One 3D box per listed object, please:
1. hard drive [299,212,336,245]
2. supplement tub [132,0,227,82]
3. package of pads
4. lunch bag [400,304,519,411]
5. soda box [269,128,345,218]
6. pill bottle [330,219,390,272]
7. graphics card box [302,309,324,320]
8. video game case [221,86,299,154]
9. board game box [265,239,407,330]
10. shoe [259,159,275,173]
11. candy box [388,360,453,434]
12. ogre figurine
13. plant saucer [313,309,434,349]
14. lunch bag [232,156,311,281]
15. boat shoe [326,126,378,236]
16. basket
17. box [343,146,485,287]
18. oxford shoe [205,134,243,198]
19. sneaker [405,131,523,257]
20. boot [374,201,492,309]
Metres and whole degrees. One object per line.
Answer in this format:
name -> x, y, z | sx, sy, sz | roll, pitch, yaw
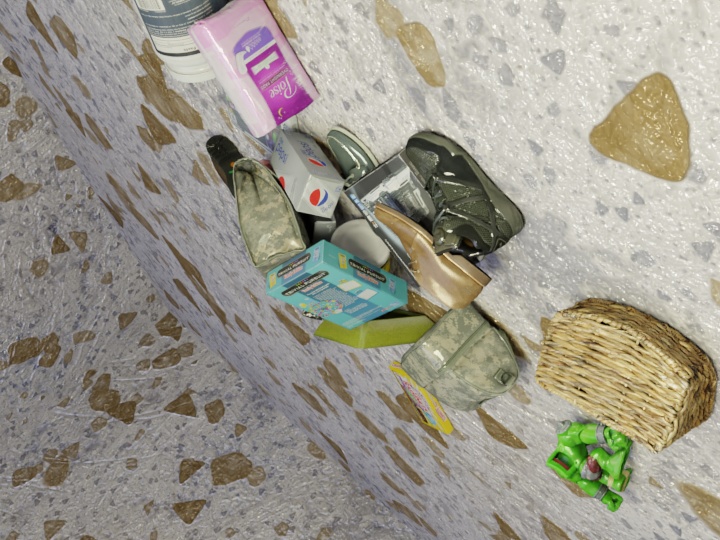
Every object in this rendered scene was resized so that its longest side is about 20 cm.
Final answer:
hard drive -> -0.090, -0.107, 1.433 | 0.200, 0.042, 0.135 | 115, 137, -72
supplement tub -> -0.282, -0.418, 1.198 | 0.140, 0.140, 0.200 | 35, 156, 32
package of pads -> -0.166, -0.321, 1.169 | 0.076, 0.120, 0.200 | 12, 139, 57
lunch bag -> 0.179, 0.163, 1.317 | 0.168, 0.139, 0.200 | 46, 160, 7
soda box -> -0.093, -0.164, 1.250 | 0.068, 0.063, 0.200 | -67, 30, 24
pill bottle -> 0.000, 0.000, 1.421 | 0.111, 0.111, 0.200 | 40, 158, 20
graphics card box -> -0.084, 0.040, 1.571 | 0.051, 0.126, 0.200 | 16, 177, -4
video game case -> -0.187, -0.291, 1.401 | 0.200, 0.023, 0.182 | 39, 157, 24
board game box -> -0.040, 0.030, 1.315 | 0.200, 0.047, 0.151 | 27, 140, -36
shoe -> -0.179, -0.160, 1.567 | 0.200, 0.071, 0.091 | 75, 176, -77
candy box -> 0.145, 0.304, 1.794 | 0.102, 0.026, 0.200 | 12, 140, 52
ogre figurine -> 0.381, 0.313, 1.247 | 0.120, 0.098, 0.200 | 19, 158, 32
plant saucer -> 0.036, 0.110, 1.498 | 0.200, 0.199, 0.048 | 8, 100, 60
lunch bag -> -0.162, -0.097, 1.352 | 0.164, 0.117, 0.200 | 80, 170, -79
boat shoe -> 0.001, -0.144, 1.234 | 0.200, 0.062, 0.073 | 54, 159, -14
basket -> 0.359, 0.116, 0.988 | 0.200, 0.149, 0.143 | 30, 120, 40
box -> 0.087, -0.081, 1.149 | 0.200, 0.050, 0.158 | 52, 146, -9
oxford shoe -> -0.266, -0.202, 1.648 | 0.200, 0.073, 0.084 | 58, 166, 19
sneaker -> 0.116, -0.097, 1.021 | 0.199, 0.114, 0.076 | 48, 158, 5
boot -> 0.087, -0.022, 1.081 | 0.200, 0.075, 0.074 | 40, -169, 10
